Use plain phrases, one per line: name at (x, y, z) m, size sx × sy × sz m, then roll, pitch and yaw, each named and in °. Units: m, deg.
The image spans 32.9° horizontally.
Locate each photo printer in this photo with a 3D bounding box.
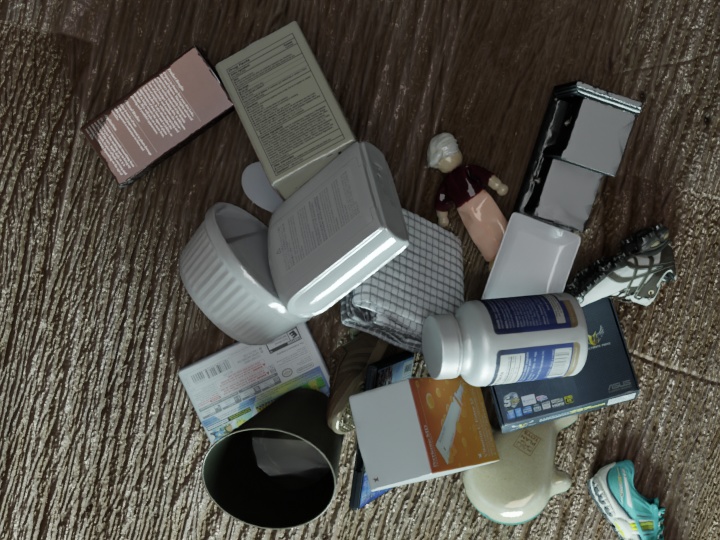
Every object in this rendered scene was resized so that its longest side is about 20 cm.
photo printer at (-0.038, -0.046, 1.562) m, size 0.200 × 0.167 × 0.069 m, roll -38°, pitch 136°, yaw 26°

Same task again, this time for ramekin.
ramekin at (-0.158, 0.011, 1.658) m, size 0.094 × 0.202 × 0.203 m, roll -42°, pitch 94°, yaw 16°

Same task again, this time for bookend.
bookend at (0.284, -0.141, 1.632) m, size 0.091 × 0.199 × 0.202 m, roll 18°, pitch 97°, yaw -1°

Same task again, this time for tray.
tray at (0.220, 0.031, 1.664) m, size 0.106 × 0.022 × 0.202 m, roll 19°, pitch 94°, yaw -8°

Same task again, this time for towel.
towel at (0.052, 0.014, 1.643) m, size 0.199 × 0.085 × 0.167 m, roll 22°, pitch 60°, yaw -38°

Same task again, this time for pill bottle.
pill bottle at (0.185, 0.091, 1.587) m, size 0.198 × 0.111 × 0.112 m, roll -4°, pitch 96°, yaw -16°

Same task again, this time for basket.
basket at (-0.095, 0.243, 1.641) m, size 0.178 × 0.200 × 0.138 m, roll 2°, pitch 103°, yaw 13°

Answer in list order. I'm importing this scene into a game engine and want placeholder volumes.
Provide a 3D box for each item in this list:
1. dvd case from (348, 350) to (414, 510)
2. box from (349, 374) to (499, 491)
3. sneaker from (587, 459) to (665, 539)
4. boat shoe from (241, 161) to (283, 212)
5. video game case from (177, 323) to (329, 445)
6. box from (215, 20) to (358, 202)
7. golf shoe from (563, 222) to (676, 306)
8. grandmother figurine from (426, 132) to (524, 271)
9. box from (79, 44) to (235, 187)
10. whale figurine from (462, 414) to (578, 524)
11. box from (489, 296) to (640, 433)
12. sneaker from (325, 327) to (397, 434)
dvd case at (0.030, 0.219, 1.698) m, size 0.017 × 0.142 × 0.202 m, roll 11°, pitch 99°, yaw 23°
box at (0.087, 0.211, 1.616) m, size 0.097 × 0.199 × 0.126 m, roll -21°, pitch 77°, yaw 30°
sneaker at (0.406, 0.365, 1.747) m, size 0.079 × 0.077 × 0.201 m, roll -32°, pitch 95°, yaw -5°
boat shoe at (-0.067, -0.112, 1.704) m, size 0.198 × 0.066 × 0.073 m, roll 7°, pitch 96°, yaw 17°
video game case at (-0.136, 0.184, 1.756) m, size 0.198 × 0.022 × 0.184 m, roll -25°, pitch 95°, yaw 2°
box at (-0.090, -0.206, 1.637) m, size 0.127 × 0.109 × 0.201 m, roll -27°, pitch 70°, yaw 4°
golf shoe at (0.366, 0.015, 1.674) m, size 0.199 × 0.078 × 0.095 m, roll -30°, pitch 99°, yaw -26°
grandmother figurine at (0.153, -0.100, 1.705) m, size 0.121 × 0.061 × 0.201 m, roll -30°, pitch 90°, yaw 23°
box at (-0.277, -0.213, 1.692) m, size 0.199 × 0.075 × 0.101 m, roll -34°, pitch 94°, yaw 5°
whale figurine at (0.230, 0.266, 1.734) m, size 0.158 × 0.104 × 0.201 m, roll 29°, pitch 72°, yaw 18°
box at (0.271, 0.124, 1.703) m, size 0.198 × 0.051 × 0.159 m, roll -14°, pitch 68°, yaw 2°
sneaker at (-0.015, 0.149, 1.680) m, size 0.075 × 0.200 × 0.071 m, roll 12°, pitch 127°, yaw 21°
